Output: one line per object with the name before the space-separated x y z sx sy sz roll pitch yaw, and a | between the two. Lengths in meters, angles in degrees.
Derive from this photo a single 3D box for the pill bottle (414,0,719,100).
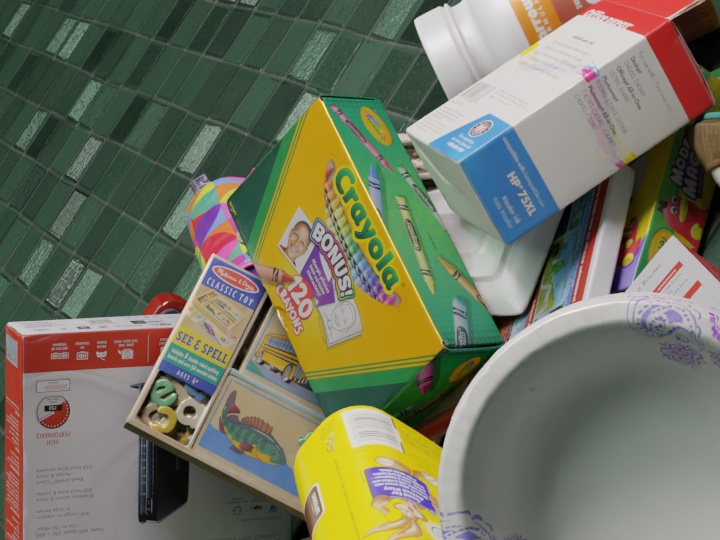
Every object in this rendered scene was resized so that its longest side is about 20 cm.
pill bottle | 0.143 -0.178 1.529 0.200 0.112 0.112 -26 30 7

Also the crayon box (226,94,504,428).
crayon box | 0.000 0.000 1.458 0.119 0.058 0.200 -46 59 36

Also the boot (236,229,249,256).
boot | -0.016 0.012 1.607 0.073 0.155 0.200 -42 29 28

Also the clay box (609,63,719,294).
clay box | 0.179 -0.051 1.457 0.115 0.048 0.200 -23 42 52

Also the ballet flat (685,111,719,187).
ballet flat | 0.259 -0.062 1.326 0.200 0.068 0.073 -3 76 56

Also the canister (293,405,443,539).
canister | 0.038 0.177 1.319 0.087 0.148 0.200 -49 23 13

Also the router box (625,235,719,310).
router box | 0.166 0.099 1.295 0.200 0.049 0.180 -51 25 10

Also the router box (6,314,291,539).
router box | -0.145 0.123 1.562 0.049 0.199 0.180 -158 67 -65

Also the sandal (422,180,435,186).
sandal | 0.057 -0.066 1.675 0.078 0.070 0.212 -48 26 17

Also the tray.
tray | 0.051 -0.018 1.489 0.200 0.022 0.108 -4 58 49

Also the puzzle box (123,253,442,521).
puzzle box | -0.043 0.092 1.514 0.133 0.200 0.025 -64 5 -17

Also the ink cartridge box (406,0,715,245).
ink cartridge box | 0.140 -0.107 1.406 0.200 0.067 0.116 -34 20 -6

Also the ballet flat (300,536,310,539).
ballet flat | -0.090 0.247 1.547 0.065 0.070 0.200 41 96 29

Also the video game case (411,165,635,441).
video game case | 0.098 0.025 1.444 0.200 0.017 0.143 -34 32 50

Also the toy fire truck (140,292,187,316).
toy fire truck | -0.142 0.133 1.673 0.200 0.168 0.112 -53 24 6

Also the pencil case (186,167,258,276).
pencil case | -0.095 -0.013 1.877 0.088 0.088 0.200 -50 27 13

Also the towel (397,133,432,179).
towel | 0.045 -0.083 1.573 0.199 0.035 0.133 -2 6 19

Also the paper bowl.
paper bowl | 0.145 0.111 1.158 0.201 0.201 0.104 -51 -7 10
